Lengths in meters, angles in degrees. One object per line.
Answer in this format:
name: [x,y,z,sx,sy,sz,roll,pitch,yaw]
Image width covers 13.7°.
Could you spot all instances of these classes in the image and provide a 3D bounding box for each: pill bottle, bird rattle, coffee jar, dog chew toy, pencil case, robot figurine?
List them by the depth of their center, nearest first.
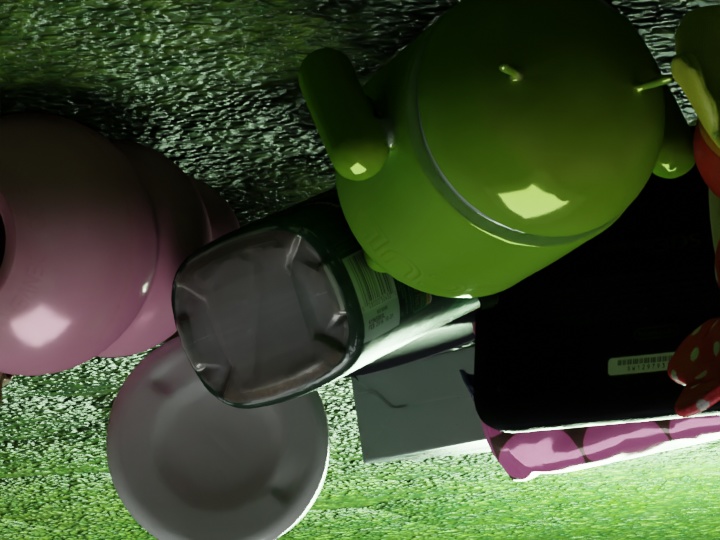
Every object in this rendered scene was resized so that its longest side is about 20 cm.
bird rattle: [0.183,-0.036,1.283,0.112,0.164,0.201,-1,130,1]
robot figurine: [0.060,-0.057,1.321,0.174,0.117,0.200,0,165,-21]
dog chew toy: [-0.131,-0.011,1.467,0.124,0.126,0.200,-12,172,32]
coffee jar: [0.000,0.000,1.482,0.104,0.086,0.200,-21,-179,32]
pill bottle: [-0.072,0.093,1.584,0.113,0.115,0.200,-3,175,-1]
pencil case: [0.161,0.056,1.689,0.199,0.094,0.091,-12,167,15]

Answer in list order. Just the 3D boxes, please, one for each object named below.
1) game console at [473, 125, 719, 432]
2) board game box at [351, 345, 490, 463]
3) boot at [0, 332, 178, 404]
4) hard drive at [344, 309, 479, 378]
game console: [0.167,-0.005,1.429,0.199,0.177,0.116,-8,161,31]
board game box: [0.107,0.081,1.948,0.147,0.065,0.200,-11,174,29]
boot: [-0.178,0.042,1.529,0.199,0.156,0.073,11,132,-15]
hard drive: [0.005,0.034,1.792,0.134,0.043,0.200,-9,172,-34]
